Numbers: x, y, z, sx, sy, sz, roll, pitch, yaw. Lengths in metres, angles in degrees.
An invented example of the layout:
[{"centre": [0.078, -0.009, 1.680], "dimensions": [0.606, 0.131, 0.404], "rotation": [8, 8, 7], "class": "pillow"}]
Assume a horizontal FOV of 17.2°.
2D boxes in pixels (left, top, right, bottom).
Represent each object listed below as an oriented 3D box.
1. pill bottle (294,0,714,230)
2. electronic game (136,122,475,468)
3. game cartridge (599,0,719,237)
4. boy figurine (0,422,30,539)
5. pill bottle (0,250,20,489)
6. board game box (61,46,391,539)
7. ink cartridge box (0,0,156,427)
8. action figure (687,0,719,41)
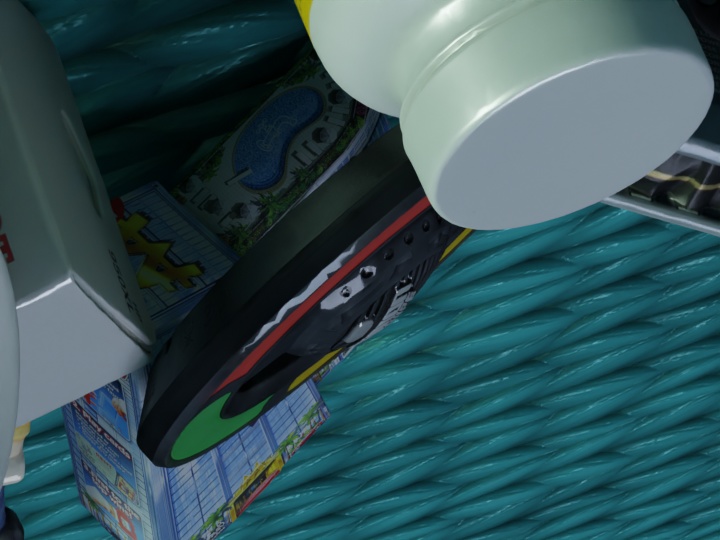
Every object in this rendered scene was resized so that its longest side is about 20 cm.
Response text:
[{"centre": [0.024, -0.118, 0.684], "dimensions": [0.112, 0.201, 0.113], "rotation": [-18, 155, -9], "class": "pill bottle"}, {"centre": [0.000, 0.000, 0.839], "dimensions": [0.200, 0.042, 0.200], "rotation": [-40, 173, -6], "class": "electronic game"}, {"centre": [0.121, -0.062, 0.791], "dimensions": [0.198, 0.134, 0.041], "rotation": [16, 131, -12], "class": "game cartridge"}, {"centre": [-0.161, 0.030, 0.926], "dimensions": [0.064, 0.125, 0.201], "rotation": [-16, 136, -25], "class": "boy figurine"}, {"centre": [-0.210, 0.029, 0.691], "dimensions": [0.198, 0.115, 0.114], "rotation": [6, 160, 15], "class": "pill bottle"}, {"centre": [-0.051, 0.010, 0.952], "dimensions": [0.200, 0.062, 0.200], "rotation": [-47, 158, -10], "class": "board game box"}, {"centre": [-0.188, -0.002, 0.804], "dimensions": [0.199, 0.145, 0.084], "rotation": [-25, 156, 5], "class": "ink cartridge box"}, {"centre": [0.132, -0.135, 0.740], "dimensions": [0.102, 0.201, 0.119], "rotation": [-32, 153, 15], "class": "action figure"}]
